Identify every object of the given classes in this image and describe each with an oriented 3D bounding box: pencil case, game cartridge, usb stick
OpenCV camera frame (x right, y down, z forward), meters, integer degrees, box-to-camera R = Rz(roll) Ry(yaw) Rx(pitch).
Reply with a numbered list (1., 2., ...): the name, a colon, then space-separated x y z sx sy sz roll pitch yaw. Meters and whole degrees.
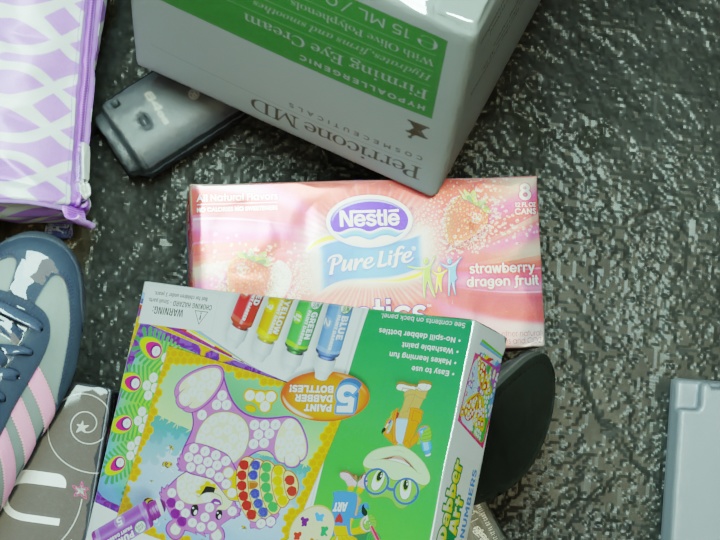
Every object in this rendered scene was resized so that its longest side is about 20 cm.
1. pencil case: -0.184 -0.121 0.999 0.085 0.084 0.200 2 87 29
2. game cartridge: 0.282 0.138 1.058 0.200 0.042 0.133 5 93 -6
3. usb stick: -0.065 -0.126 1.040 0.200 0.033 0.056 -34 91 -7

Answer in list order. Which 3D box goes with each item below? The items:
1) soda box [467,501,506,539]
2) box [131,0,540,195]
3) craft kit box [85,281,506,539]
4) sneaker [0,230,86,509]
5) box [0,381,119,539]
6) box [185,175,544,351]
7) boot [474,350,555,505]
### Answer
1. soda box: 0.067 0.202 1.018 0.071 0.063 0.200 -27 89 -7
2. box: 0.002 -0.191 0.943 0.199 0.171 0.200 24 65 8
3. craft kit box: -0.041 0.113 0.871 0.200 0.049 0.198 5 81 30
4. sneaker: -0.189 0.071 0.857 0.070 0.082 0.200 19 80 -2
5. box: -0.201 0.155 0.955 0.115 0.132 0.200 8 85 -5
6. box: 0.000 0.000 1.008 0.200 0.095 0.103 -1 85 -7
7. boot: -0.008 0.089 0.979 0.200 0.174 0.069 -39 130 -26
